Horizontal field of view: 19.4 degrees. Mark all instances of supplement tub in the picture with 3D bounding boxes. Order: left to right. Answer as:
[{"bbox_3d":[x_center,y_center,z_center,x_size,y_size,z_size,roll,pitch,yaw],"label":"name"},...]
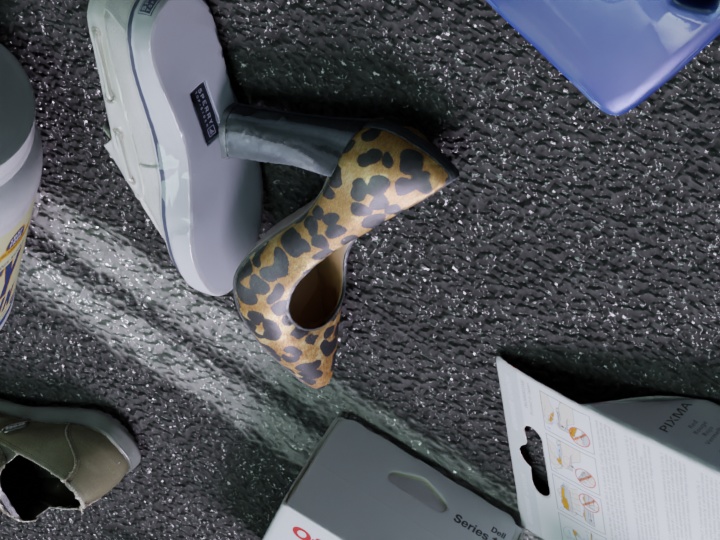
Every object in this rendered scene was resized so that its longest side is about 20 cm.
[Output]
[{"bbox_3d":[-0.270,-0.043,1.274,0.145,0.145,0.200,30,142,4],"label":"supplement tub"}]

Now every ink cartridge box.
[{"bbox_3d":[0.002,0.206,1.394,0.146,0.083,0.200,31,142,4],"label":"ink cartridge box"},{"bbox_3d":[0.177,0.133,1.244,0.200,0.050,0.162,29,146,36],"label":"ink cartridge box"}]

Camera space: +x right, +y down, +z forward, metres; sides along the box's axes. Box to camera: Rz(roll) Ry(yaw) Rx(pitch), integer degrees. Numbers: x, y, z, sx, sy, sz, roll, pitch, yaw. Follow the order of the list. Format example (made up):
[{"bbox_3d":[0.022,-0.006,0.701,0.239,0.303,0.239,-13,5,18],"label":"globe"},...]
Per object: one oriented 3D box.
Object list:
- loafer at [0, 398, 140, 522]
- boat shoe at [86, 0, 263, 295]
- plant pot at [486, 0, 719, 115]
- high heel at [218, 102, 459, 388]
[{"bbox_3d":[-0.250,0.137,1.511,0.200,0.070,0.075,-6,128,39],"label":"loafer"},{"bbox_3d":[-0.110,-0.075,1.193,0.070,0.071,0.200,18,138,34],"label":"boat shoe"},{"bbox_3d":[0.115,-0.214,0.790,0.200,0.200,0.180,43,134,-11],"label":"plant pot"},{"bbox_3d":[0.000,0.000,1.188,0.142,0.071,0.200,11,131,29],"label":"high heel"}]
